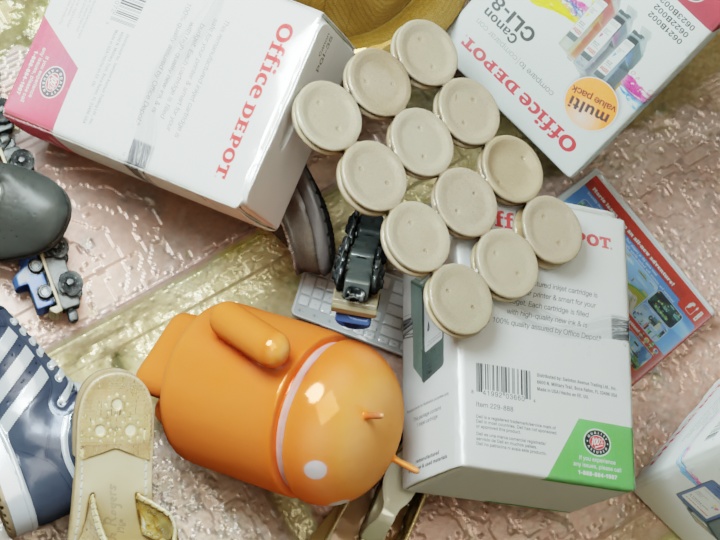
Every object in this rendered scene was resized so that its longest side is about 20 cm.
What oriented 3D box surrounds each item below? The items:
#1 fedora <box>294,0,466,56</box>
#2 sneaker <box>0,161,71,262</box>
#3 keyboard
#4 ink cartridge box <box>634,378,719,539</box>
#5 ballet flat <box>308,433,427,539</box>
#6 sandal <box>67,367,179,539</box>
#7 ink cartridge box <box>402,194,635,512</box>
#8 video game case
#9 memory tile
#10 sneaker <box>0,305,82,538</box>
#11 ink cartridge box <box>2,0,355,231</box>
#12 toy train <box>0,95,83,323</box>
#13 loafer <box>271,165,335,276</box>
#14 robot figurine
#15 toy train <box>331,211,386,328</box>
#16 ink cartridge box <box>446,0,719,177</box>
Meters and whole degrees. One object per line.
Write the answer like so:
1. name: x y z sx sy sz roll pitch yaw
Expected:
1. fedora: -0.005 -0.209 1.579 0.199 0.082 0.202 -3 61 5
2. sneaker: -0.297 -0.054 1.460 0.198 0.089 0.075 11 82 -1
3. keyboard: 0.049 0.041 1.574 0.198 0.011 0.057 21 71 -7
4. ink cartridge box: 0.294 0.114 1.512 0.088 0.200 0.145 45 69 -2
5. ballet flat: 0.000 0.188 1.493 0.068 0.063 0.201 26 71 -7
6. sandal: -0.154 0.175 1.415 0.077 0.070 0.214 -6 100 -16
7. ink cartridge box: 0.109 0.056 1.501 0.145 0.084 0.202 11 68 -26
8. video game case: 0.149 0.035 1.588 0.200 0.017 0.143 -37 85 -23
9. memory tile: 0.054 -0.064 1.451 0.153 0.017 0.201 -36 91 -35
10. sneaker: -0.220 0.070 1.468 0.108 0.070 0.202 -18 86 -12
11. ink cartridge box: -0.124 -0.131 1.485 0.199 0.083 0.148 22 86 21
12. toy train: -0.245 -0.053 1.517 0.045 0.034 0.201 -21 80 -14
13. loafer: -0.080 -0.079 1.553 0.071 0.073 0.201 -27 79 1
14. robot figurine: -0.055 0.089 1.451 0.116 0.199 0.145 -21 121 -54
15. toy train: 0.000 0.000 1.480 0.034 0.200 0.046 11 104 1
16. ink cartridge box: 0.181 -0.196 1.552 0.145 0.200 0.145 44 29 2
